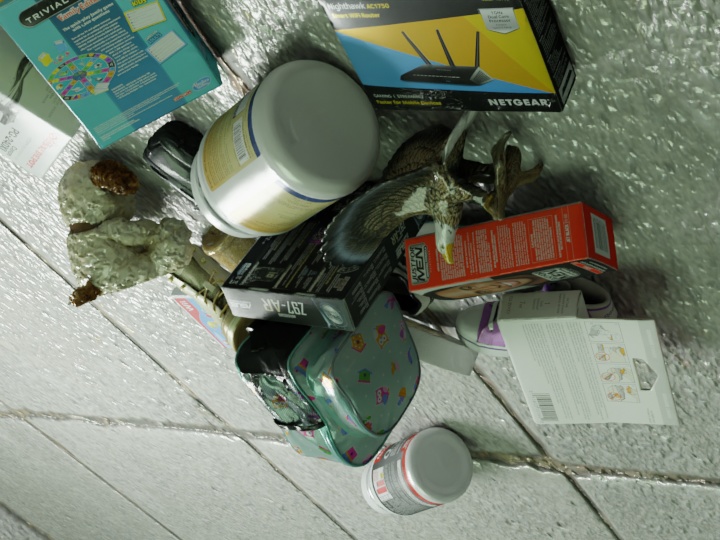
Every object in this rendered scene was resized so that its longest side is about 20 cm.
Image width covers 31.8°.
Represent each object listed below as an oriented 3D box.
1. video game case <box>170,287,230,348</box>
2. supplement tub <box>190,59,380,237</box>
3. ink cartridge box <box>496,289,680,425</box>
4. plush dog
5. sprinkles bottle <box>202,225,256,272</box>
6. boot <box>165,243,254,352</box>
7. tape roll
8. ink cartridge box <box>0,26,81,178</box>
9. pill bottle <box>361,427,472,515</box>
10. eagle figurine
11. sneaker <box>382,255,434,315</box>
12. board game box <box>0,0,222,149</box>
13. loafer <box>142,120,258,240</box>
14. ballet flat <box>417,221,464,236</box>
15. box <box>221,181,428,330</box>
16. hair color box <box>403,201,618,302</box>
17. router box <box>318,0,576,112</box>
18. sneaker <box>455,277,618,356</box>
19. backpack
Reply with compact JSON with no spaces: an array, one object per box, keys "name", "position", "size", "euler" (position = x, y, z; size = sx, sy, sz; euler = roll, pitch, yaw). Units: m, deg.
[{"name":"video game case","position":[-0.167,0.072,1.854],"size":[0.199,0.018,0.143],"euler":[0,144,38]},{"name":"supplement tub","position":[-0.085,-0.120,1.325],"size":[0.144,0.145,0.200],"euler":[34,151,-19]},{"name":"ink cartridge box","position":[0.262,0.102,1.433],"size":[0.175,0.045,0.201],"euler":[-2,138,22]},{"name":"plush dog","position":[-0.337,-0.058,1.636],"size":[0.199,0.160,0.173],"euler":[-10,102,47]},{"name":"sprinkles bottle","position":[-0.113,0.006,1.645],"size":[0.200,0.069,0.068],"euler":[41,148,-28]},{"name":"boot","position":[-0.190,0.031,1.668],"size":[0.154,0.072,0.200],"euler":[41,180,5]},{"name":"tape roll","position":[0.050,0.079,1.583],"size":[0.201,0.037,0.203],"euler":[21,-179,0]},{"name":"ink cartridge box","position":[-0.422,-0.213,1.488],"size":[0.199,0.084,0.145],"euler":[33,151,-16]},{"name":"pill bottle","position":[0.083,0.322,1.987],"size":[0.115,0.117,0.200],"euler":[31,151,-13]},{"name":"eagle figurine","position":[0.062,-0.077,1.266],"size":[0.198,0.153,0.151],"euler":[0,165,29]},{"name":"sneaker","position":[0.000,0.000,1.508],"size":[0.198,0.088,0.076],"euler":[11,126,19]},{"name":"board game box","position":[-0.253,-0.235,1.278],"size":[0.150,0.047,0.200],"euler":[-26,135,7]},{"name":"loafer","position":[-0.170,-0.096,1.504],"size":[0.200,0.068,0.070],"euler":[39,131,-13]},{"name":"ballet flat","position":[0.127,-0.016,1.424],"size":[0.198,0.070,0.070],"euler":[4,147,33]},{"name":"box","position":[-0.036,-0.023,1.391],"size":[0.159,0.201,0.044],"euler":[5,132,30]},{"name":"hair color box","position":[0.157,-0.016,1.321],"size":[0.198,0.062,0.101],"euler":[-11,167,28]},{"name":"router box","position":[0.078,-0.211,1.139],"size":[0.198,0.051,0.150],"euler":[5,145,32]},{"name":"sneaker","position":[0.200,0.042,1.474],"size":[0.198,0.073,0.115],"euler":[0,142,20]},{"name":"backpack","position":[-0.022,0.117,1.415],"size":[0.152,0.176,0.201],"euler":[6,135,31]}]
